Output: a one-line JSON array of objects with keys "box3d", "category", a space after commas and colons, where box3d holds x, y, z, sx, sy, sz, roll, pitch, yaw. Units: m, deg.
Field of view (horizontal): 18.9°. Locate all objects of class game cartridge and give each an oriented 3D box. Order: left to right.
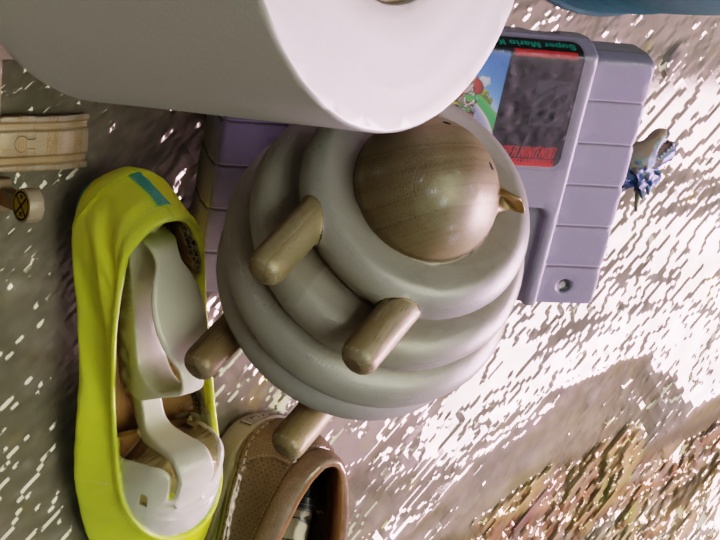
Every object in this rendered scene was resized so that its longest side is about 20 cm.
[{"box3d": [0.026, -0.048, 0.964, 0.198, 0.038, 0.131, 2, 122, -20], "category": "game cartridge"}]

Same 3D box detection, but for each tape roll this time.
[{"box3d": [-0.039, -0.157, 0.799, 0.202, 0.138, 0.205, -19, 113, -53], "category": "tape roll"}]

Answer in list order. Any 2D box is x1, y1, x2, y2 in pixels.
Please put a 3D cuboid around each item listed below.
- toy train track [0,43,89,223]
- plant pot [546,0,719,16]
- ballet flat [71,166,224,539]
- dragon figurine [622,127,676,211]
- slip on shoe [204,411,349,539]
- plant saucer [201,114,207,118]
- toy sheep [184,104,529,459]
[{"box3d": [-0.155, -0.007, 0.884, 0.114, 0.032, 0.202, -6, 106, -39], "category": "toy train track"}, {"box3d": [0.185, -0.208, 1.012, 0.199, 0.187, 0.202, -12, 110, -37], "category": "plant pot"}, {"box3d": [-0.088, 0.056, 0.930, 0.066, 0.067, 0.202, -17, 114, -34], "category": "ballet flat"}, {"box3d": [0.075, -0.042, 1.049, 0.200, 0.059, 0.100, -40, 123, -27], "category": "dragon figurine"}, {"box3d": [-0.043, 0.169, 1.005, 0.076, 0.060, 0.202, 7, 97, -41], "category": "slip on shoe"}, {"box3d": [-0.017, -0.155, 0.962, 0.199, 0.032, 0.202, -11, 108, -37], "category": "plant saucer"}, {"box3d": [0.000, 0.000, 0.881, 0.137, 0.200, 0.139, 10, 64, -21], "category": "toy sheep"}]
